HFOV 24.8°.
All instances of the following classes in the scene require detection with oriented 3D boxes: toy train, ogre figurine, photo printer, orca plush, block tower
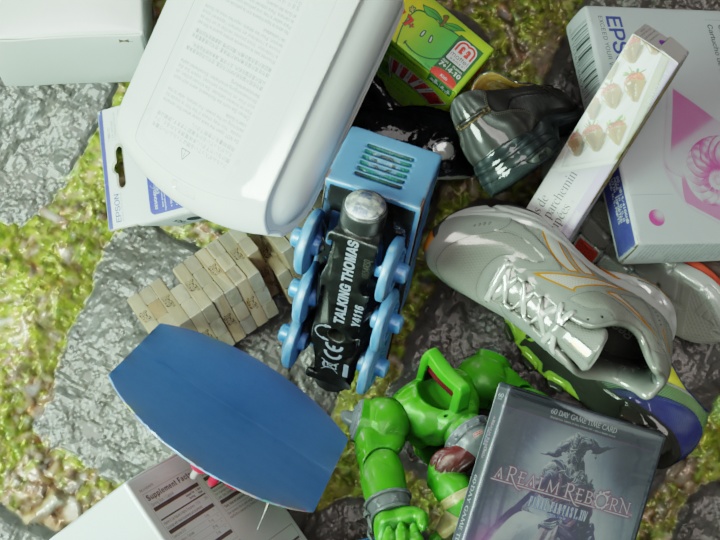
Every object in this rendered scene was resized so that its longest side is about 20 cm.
[{"bbox_3d":[0.000,0.000,1.152,0.086,0.200,0.114,19,50,8],"label":"toy train"},{"bbox_3d":[0.075,0.123,1.186,0.200,0.098,0.120,-30,65,-10],"label":"ogre figurine"},{"bbox_3d":[-0.077,-0.133,1.144,0.166,0.069,0.201,31,101,30],"label":"photo printer"},{"bbox_3d":[-0.002,-0.125,1.226,0.199,0.105,0.071,22,123,25],"label":"orca plush"},{"bbox_3d":[-0.072,-0.005,1.217,0.200,0.054,0.058,-34,49,-9],"label":"block tower"}]

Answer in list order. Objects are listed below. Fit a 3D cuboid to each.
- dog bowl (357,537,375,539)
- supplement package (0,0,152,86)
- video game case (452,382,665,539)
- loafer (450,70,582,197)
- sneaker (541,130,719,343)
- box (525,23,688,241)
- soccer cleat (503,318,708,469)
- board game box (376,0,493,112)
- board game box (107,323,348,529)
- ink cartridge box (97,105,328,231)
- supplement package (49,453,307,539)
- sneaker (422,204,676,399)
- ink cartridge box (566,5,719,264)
[{"bbox_3d":[0.055,0.256,1.197,0.199,0.050,0.112,7,80,-4],"label":"dog bowl"},{"bbox_3d":[-0.219,-0.251,1.222,0.119,0.121,0.201,-3,80,-4],"label":"supplement package"},{"bbox_3d":[0.128,0.193,1.146,0.142,0.019,0.201,19,87,-27],"label":"video game case"},{"bbox_3d":[0.112,-0.116,1.191,0.073,0.200,0.072,-34,95,17],"label":"loafer"},{"bbox_3d":[0.222,-0.034,1.259,0.200,0.077,0.082,49,52,5],"label":"sneaker"},{"bbox_3d":[0.163,-0.080,1.161,0.039,0.041,0.200,35,118,10],"label":"box"},{"bbox_3d":[0.182,0.062,1.242,0.200,0.065,0.084,48,51,8],"label":"soccer cleat"},{"bbox_3d":[0.002,-0.198,1.240,0.200,0.102,0.048,40,76,3],"label":"board game box"},{"bbox_3d":[-0.094,0.109,1.104,0.158,0.200,0.039,32,107,0],"label":"board game box"},{"bbox_3d":[-0.104,-0.093,1.218,0.199,0.039,0.100,-11,80,28],"label":"ink cartridge box"},{"bbox_3d":[-0.116,0.241,1.108,0.152,0.151,0.200,-38,84,24],"label":"supplement package"},{"bbox_3d":[0.136,0.023,1.140,0.199,0.092,0.076,23,120,-10],"label":"sneaker"},{"bbox_3d":[0.267,-0.104,1.233,0.199,0.043,0.197,-3,68,-19],"label":"ink cartridge box"}]
